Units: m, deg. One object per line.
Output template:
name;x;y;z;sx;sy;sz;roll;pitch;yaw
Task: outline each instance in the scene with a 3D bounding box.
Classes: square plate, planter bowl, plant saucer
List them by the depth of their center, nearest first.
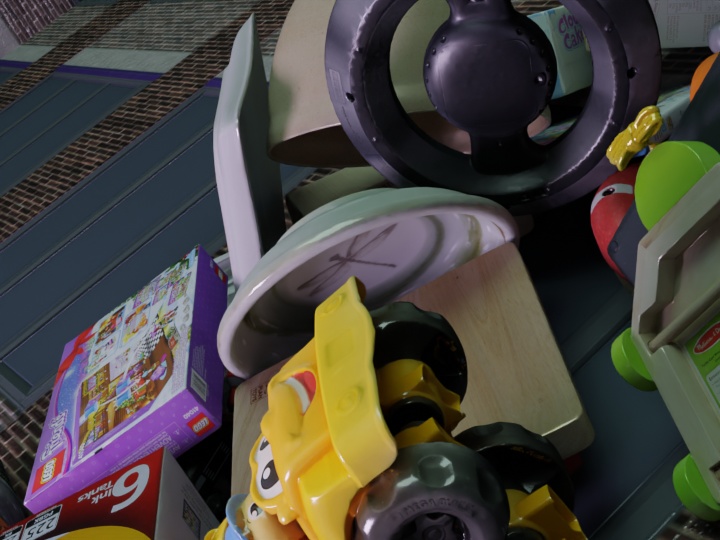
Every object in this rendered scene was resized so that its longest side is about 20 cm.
plant saucer;0.000;0.000;0.827;0.198;0.200;0.051;-28;64;9
planter bowl;0.028;-0.156;0.932;0.197;0.137;0.200;-5;-4;0
square plate;-0.078;-0.058;0.976;0.028;0.201;0.201;-6;31;2

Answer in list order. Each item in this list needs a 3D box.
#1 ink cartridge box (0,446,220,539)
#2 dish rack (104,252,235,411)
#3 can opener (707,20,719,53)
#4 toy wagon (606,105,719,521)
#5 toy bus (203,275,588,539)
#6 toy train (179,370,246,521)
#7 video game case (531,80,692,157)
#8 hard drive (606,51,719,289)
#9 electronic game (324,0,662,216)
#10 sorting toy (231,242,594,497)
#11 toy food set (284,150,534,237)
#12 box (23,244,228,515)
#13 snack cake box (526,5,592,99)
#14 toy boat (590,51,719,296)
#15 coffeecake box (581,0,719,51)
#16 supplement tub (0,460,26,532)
ink cartridge box;-0.177;0.217;0.750;0.198;0.084;0.176;-28;25;8
dish rack;-0.146;0.071;1.034;0.170;0.044;0.201;-25;25;13
can opener;0.276;-0.146;0.833;0.066;0.053;0.199;25;33;35
toy wagon;0.176;0.012;0.607;0.039;0.202;0.156;-3;-33;-34
toy bus;-0.002;0.134;0.576;0.191;0.200;0.136;-34;27;14
toy train;-0.068;0.073;0.889;0.034;0.046;0.201;-2;51;49
video game case;0.161;-0.092;0.924;0.142;0.018;0.200;-14;10;33
hard drive;0.203;-0.039;0.626;0.033;0.201;0.140;-4;44;-34
electronic game;0.076;-0.117;0.785;0.198;0.201;0.042;-20;30;24
sorting toy;0.029;0.097;0.748;0.197;0.070;0.201;-28;24;9
toy food set;0.032;-0.040;1.028;0.142;0.061;0.200;-23;25;-9
box;-0.154;0.076;0.922;0.136;0.039;0.201;-35;24;14
snack cake box;0.104;-0.165;1.103;0.198;0.068;0.114;-9;9;40
toy boat;0.219;-0.062;0.743;0.198;0.132;0.131;-21;26;23
coffeecake box;0.257;-0.224;0.978;0.197;0.074;0.154;-1;30;5
supplement tub;-0.299;0.173;0.930;0.122;0.123;0.200;-37;24;-12
